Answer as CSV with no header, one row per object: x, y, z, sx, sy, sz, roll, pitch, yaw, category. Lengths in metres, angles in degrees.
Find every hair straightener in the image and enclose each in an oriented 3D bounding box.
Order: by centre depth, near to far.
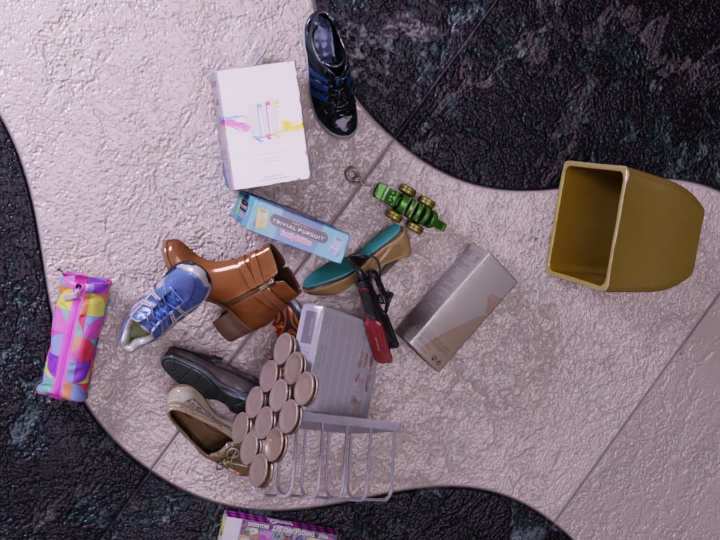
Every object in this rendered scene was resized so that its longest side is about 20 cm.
0.022,0.051,1.605,0.040,0.077,0.203,-3,124,29,hair straightener

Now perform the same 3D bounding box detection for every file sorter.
-0.057,0.295,1.561,0.197,0.138,0.127,11,75,-34,file sorter

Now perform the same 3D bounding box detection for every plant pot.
0.455,-0.067,1.659,0.196,0.194,0.200,6,97,-20,plant pot

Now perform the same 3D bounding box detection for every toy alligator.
0.063,-0.112,1.619,0.198,0.054,0.060,29,90,-16,toy alligator

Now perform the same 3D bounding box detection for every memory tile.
-0.130,0.211,1.498,0.017,0.154,0.202,19,109,-33,memory tile

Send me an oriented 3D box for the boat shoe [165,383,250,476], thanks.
-0.238,0.269,1.583,0.073,0.063,0.200,-39,111,17,boat shoe

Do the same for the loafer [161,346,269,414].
-0.226,0.172,1.594,0.198,0.072,0.064,33,48,-17,loafer

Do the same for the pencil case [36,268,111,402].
-0.436,0.098,1.513,0.087,0.088,0.204,10,96,-15,pencil case

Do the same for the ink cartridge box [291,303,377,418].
-0.039,0.151,1.587,0.199,0.046,0.164,24,74,-59,ink cartridge box

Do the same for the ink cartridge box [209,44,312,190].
-0.156,-0.234,1.511,0.123,0.128,0.205,-10,99,-12,ink cartridge box

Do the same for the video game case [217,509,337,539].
-0.153,0.507,1.665,0.196,0.036,0.185,14,96,-15,video game case

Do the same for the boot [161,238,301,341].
-0.197,0.003,1.524,0.154,0.077,0.201,-32,101,25,boot

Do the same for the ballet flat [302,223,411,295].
0.000,0.000,1.617,0.198,0.069,0.064,-31,118,-6,ballet flat

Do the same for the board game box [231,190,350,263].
-0.109,-0.069,1.508,0.148,0.200,0.048,20,93,-16,board game box

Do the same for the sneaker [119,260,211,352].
-0.293,0.059,1.494,0.075,0.078,0.199,40,126,-13,sneaker

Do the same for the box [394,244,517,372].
0.157,0.060,1.648,0.078,0.095,0.200,43,88,-17,box

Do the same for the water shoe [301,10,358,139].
-0.048,-0.302,1.552,0.070,0.079,0.204,-19,102,-10,water shoe

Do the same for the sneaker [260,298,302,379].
-0.122,0.121,1.596,0.111,0.078,0.202,-31,104,-9,sneaker
